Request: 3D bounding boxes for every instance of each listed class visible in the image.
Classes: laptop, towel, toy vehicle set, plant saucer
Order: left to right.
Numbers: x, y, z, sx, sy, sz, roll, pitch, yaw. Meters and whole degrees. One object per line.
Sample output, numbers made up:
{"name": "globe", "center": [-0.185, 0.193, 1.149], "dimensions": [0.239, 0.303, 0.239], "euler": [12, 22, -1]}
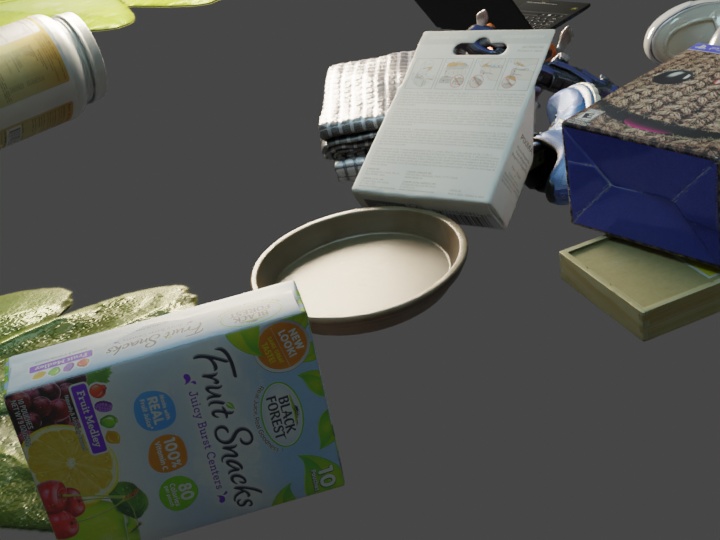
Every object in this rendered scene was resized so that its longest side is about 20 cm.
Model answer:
{"name": "plant saucer", "center": [0.000, 0.000, 1.025], "dimensions": [0.197, 0.030, 0.201], "euler": [-9, 30, 5]}
{"name": "towel", "center": [0.040, -0.184, 1.278], "dimensions": [0.163, 0.087, 0.201], "euler": [-8, 29, 8]}
{"name": "laptop", "center": [0.181, -0.375, 1.546], "dimensions": [0.176, 0.105, 0.199], "euler": [17, 40, 41]}
{"name": "toy vehicle set", "center": [0.280, -0.012, 0.944], "dimensions": [0.198, 0.027, 0.124], "euler": [-19, 29, -14]}

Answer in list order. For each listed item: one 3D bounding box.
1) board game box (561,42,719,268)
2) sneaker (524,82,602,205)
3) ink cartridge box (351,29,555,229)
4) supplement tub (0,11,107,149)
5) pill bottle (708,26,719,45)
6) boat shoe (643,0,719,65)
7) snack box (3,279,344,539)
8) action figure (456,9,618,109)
{"name": "board game box", "center": [0.296, -0.105, 0.973], "dimensions": [0.199, 0.098, 0.159], "euler": [-31, 34, -31]}
{"name": "sneaker", "center": [0.198, -0.125, 1.123], "dimensions": [0.088, 0.080, 0.201], "euler": [-6, 29, 5]}
{"name": "ink cartridge box", "center": [0.099, -0.142, 1.125], "dimensions": [0.161, 0.057, 0.202], "euler": [8, 60, 36]}
{"name": "supplement tub", "center": [-0.450, -0.250, 1.515], "dimensions": [0.199, 0.146, 0.144], "euler": [-29, 33, -29]}
{"name": "pill bottle", "center": [0.436, -0.180, 1.096], "dimensions": [0.112, 0.114, 0.199], "euler": [-32, 35, -33]}
{"name": "boat shoe", "center": [0.426, -0.270, 1.311], "dimensions": [0.197, 0.072, 0.070], "euler": [-9, 25, -9]}
{"name": "snack box", "center": [-0.121, 0.102, 0.769], "dimensions": [0.197, 0.144, 0.053], "euler": [-15, 28, -7]}
{"name": "action figure", "center": [0.194, -0.218, 1.312], "dimensions": [0.198, 0.105, 0.194], "euler": [24, 41, 1]}
